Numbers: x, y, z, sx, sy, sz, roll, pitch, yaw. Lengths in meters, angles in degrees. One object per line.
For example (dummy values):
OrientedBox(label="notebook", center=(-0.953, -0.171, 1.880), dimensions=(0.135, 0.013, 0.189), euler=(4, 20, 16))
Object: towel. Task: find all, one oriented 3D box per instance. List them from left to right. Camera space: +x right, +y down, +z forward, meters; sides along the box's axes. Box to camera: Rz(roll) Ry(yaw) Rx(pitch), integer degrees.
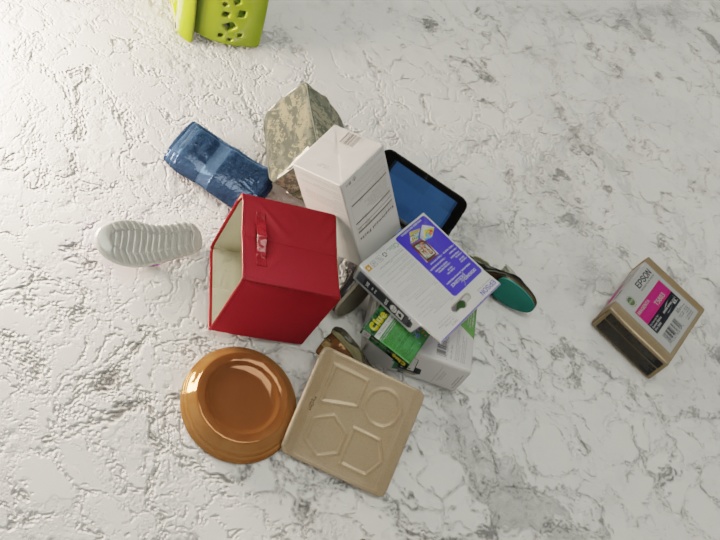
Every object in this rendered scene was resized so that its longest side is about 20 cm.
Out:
OrientedBox(label="towel", center=(-0.264, -0.192, 1.687), dimensions=(0.198, 0.049, 0.112), euler=(34, 54, -1))

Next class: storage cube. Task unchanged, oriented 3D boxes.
OrientedBox(label="storage cube", center=(-0.150, 0.002, 1.526), dimensions=(0.176, 0.200, 0.174), euler=(11, 55, -24))

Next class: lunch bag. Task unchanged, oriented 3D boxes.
OrientedBox(label="lunch bag", center=(-0.086, -0.227, 1.722), dimensions=(0.166, 0.138, 0.203), euler=(28, 39, -42))

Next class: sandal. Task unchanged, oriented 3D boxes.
OrientedBox(label="sandal", center=(-0.368, -0.041, 1.552), dimensions=(0.199, 0.049, 0.084), euler=(-1, 74, -38))

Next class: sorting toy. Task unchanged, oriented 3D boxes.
OrientedBox(label="sorting toy", center=(-0.012, 0.251, 1.489), dimensions=(0.197, 0.036, 0.188), euler=(25, 82, -9))

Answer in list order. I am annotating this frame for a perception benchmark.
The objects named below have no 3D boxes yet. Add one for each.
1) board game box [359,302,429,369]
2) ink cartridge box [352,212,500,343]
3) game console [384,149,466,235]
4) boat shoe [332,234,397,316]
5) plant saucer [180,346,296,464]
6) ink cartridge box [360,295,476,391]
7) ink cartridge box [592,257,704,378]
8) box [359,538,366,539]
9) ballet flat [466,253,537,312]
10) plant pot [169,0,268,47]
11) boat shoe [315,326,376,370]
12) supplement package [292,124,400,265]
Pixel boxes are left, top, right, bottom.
OrientedBox(label="board game box", center=(0.090, 0.072, 1.581), dimensions=(0.104, 0.024, 0.200), euler=(38, 52, 3))
OrientedBox(label="ink cartridge box", center=(0.120, 0.018, 1.587), dimensions=(0.200, 0.044, 0.197), euler=(42, 53, 13))
OrientedBox(label="game console", center=(0.079, -0.100, 1.731), dimensions=(0.198, 0.119, 0.172), euler=(33, 52, 0))
OrientedBox(label="boat shoe", center=(0.000, 0.000, 1.664), dimensions=(0.062, 0.073, 0.201), euler=(31, 64, 19))
OrientedBox(label="plant saucer", center=(-0.196, 0.214, 1.469), dimensions=(0.196, 0.038, 0.204), euler=(11, 57, -16))
OrientedBox(label="ink cartridge box", center=(0.105, 0.111, 1.630), dimensions=(0.196, 0.085, 0.148), euler=(20, 53, -9))
OrientedBox(label="ink cartridge box", center=(0.598, 0.095, 1.857), dimensions=(0.165, 0.075, 0.200), euler=(44, 54, 6))
OrientedBox(label="box", center=(0.035, 0.536, 1.357), dimensions=(0.159, 0.049, 0.202), euler=(28, 51, -6))
OrientedBox(label="ballet flat", center=(0.264, 0.012, 1.774), dimensions=(0.197, 0.068, 0.069), euler=(26, 44, -7))
OrientedBox(label="plant pot", center=(-0.300, -0.595, 1.837), dimensions=(0.177, 0.200, 0.204), euler=(-8, 63, -20))
OrientedBox(label="boat shoe", center=(-0.002, 0.194, 1.550), dimensions=(0.073, 0.076, 0.201), euler=(-38, 87, -8))
OrientedBox(label="supplement package", center=(-0.021, -0.131, 1.594), dimensions=(0.120, 0.202, 0.120), euler=(26, 58, 33))
